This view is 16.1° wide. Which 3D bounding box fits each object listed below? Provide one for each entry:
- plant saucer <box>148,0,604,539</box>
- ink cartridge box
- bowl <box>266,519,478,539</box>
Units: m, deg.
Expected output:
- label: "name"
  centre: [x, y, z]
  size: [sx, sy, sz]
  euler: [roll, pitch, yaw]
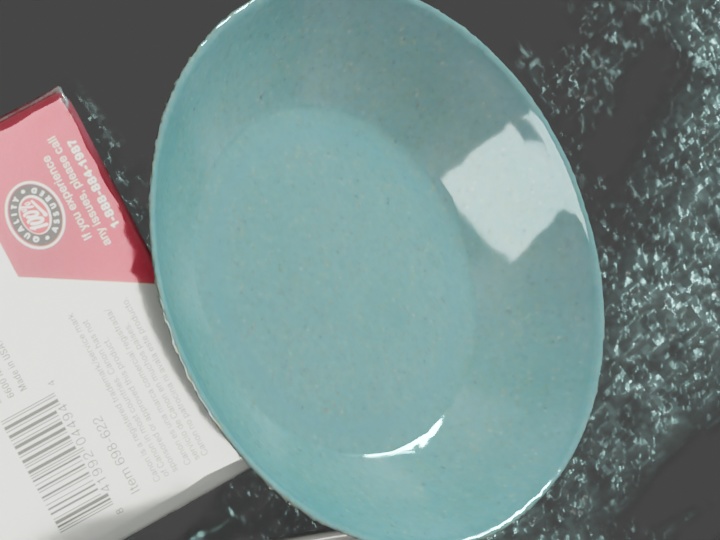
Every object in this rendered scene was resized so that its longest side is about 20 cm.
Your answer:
- label: "plant saucer"
  centre: [0.000, 0.000, 0.889]
  size: [0.200, 0.039, 0.203]
  euler: [14, 68, -37]
- label: "ink cartridge box"
  centre: [-0.158, 0.046, 0.878]
  size: [0.199, 0.083, 0.146]
  euler: [-28, 98, -6]
- label: "bowl"
  centre: [-0.034, 0.192, 0.911]
  size: [0.198, 0.075, 0.201]
  euler: [-12, 95, -8]
